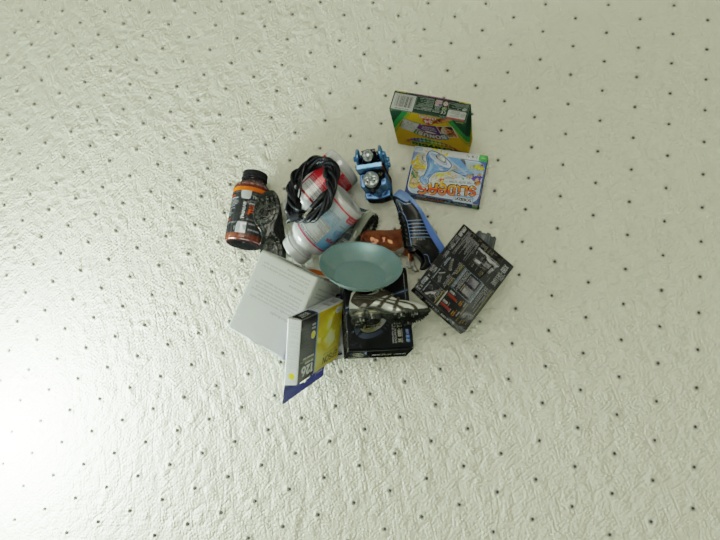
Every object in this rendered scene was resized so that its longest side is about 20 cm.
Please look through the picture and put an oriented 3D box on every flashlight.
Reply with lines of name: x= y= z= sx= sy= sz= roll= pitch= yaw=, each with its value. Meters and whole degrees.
flashlight: x=0.276 y=0.006 z=1.531 sx=0.066 sy=0.068 sz=0.205 roll=16 pitch=81 yaw=5

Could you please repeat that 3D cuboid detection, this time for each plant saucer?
plant saucer: x=0.000 y=0.000 z=1.463 sx=0.195 sy=0.039 sz=0.203 roll=3 pitch=33 yaw=-2

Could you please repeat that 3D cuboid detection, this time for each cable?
cable: x=-0.118 y=-0.208 z=1.536 sx=0.161 sy=0.051 sz=0.204 roll=-15 pitch=52 yaw=39

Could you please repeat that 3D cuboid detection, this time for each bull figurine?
bull figurine: x=0.098 y=-0.060 z=1.584 sx=0.194 sy=0.065 sz=0.125 roll=-4 pitch=76 yaw=3

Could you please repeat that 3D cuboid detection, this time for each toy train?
toy train: x=0.037 y=-0.240 z=1.586 sx=0.084 sy=0.200 sz=0.117 roll=-8 pitch=84 yaw=9

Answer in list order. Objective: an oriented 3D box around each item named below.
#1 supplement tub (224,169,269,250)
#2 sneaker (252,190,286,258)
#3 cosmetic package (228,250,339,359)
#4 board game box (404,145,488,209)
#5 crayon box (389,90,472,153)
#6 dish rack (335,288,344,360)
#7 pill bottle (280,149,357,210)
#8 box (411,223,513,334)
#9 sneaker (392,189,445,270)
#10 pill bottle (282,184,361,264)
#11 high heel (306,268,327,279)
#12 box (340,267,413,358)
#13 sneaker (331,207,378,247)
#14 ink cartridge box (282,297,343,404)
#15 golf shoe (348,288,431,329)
supplement tub: x=-0.298 y=-0.164 z=1.682 sx=0.104 sy=0.107 sz=0.205 roll=3 pitch=76 yaw=13
sneaker: x=-0.230 y=-0.106 z=1.634 sx=0.074 sy=0.091 sz=0.206 roll=-6 pitch=80 yaw=9
cosmetic package: x=-0.179 y=0.087 z=1.501 sx=0.162 sy=0.165 sz=0.204 roll=25 pitch=90 yaw=18
board game box: x=0.222 y=-0.242 z=1.628 sx=0.195 sy=0.034 sz=0.139 roll=10 pitch=77 yaw=15
crayon box: x=0.183 y=-0.371 z=1.599 sx=0.195 sy=0.173 sz=0.060 roll=15 pitch=74 yaw=16
dish rack: x=-0.096 y=0.149 z=1.587 sx=0.195 sy=0.044 sz=0.176 roll=-14 pitch=73 yaw=8
pill bottle: x=-0.111 y=-0.211 z=1.651 sx=0.200 sy=0.112 sz=0.112 roll=-43 pitch=71 yaw=-2
box: x=0.239 y=0.019 z=1.470 sx=0.157 sy=0.050 sz=0.201 roll=39 pitch=78 yaw=4
sneaker: x=0.126 y=-0.097 z=1.523 sx=0.077 sy=0.070 sz=0.202 roll=-33 pitch=87 yaw=-13
pill bottle: x=-0.100 y=-0.112 z=1.575 sx=0.199 sy=0.108 sz=0.110 roll=-42 pitch=70 yaw=15
high heel: x=-0.161 y=0.047 z=1.629 sx=0.194 sy=0.067 sz=0.099 roll=4 pitch=103 yaw=1
box: x=0.036 y=0.103 z=1.520 sx=0.159 sy=0.086 sz=0.205 roll=0 pitch=72 yaw=-9
sneaker: x=-0.037 y=-0.076 z=1.630 sx=0.086 sy=0.078 sz=0.201 roll=31 pitch=78 yaw=32
ink cartridge box: x=-0.107 y=0.182 z=1.435 sx=0.046 sy=0.197 sz=0.205 roll=9 pitch=105 yaw=23
golf shoe: x=0.068 y=0.076 z=1.447 sx=0.195 sy=0.078 sz=0.097 roll=0 pitch=61 yaw=-18
